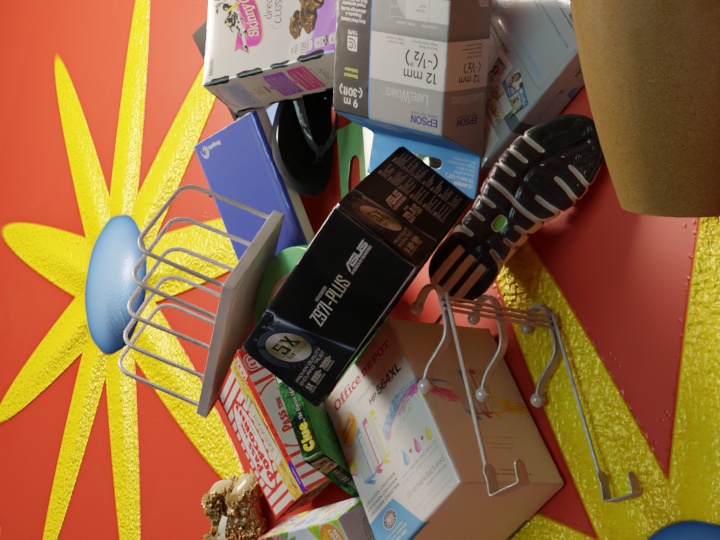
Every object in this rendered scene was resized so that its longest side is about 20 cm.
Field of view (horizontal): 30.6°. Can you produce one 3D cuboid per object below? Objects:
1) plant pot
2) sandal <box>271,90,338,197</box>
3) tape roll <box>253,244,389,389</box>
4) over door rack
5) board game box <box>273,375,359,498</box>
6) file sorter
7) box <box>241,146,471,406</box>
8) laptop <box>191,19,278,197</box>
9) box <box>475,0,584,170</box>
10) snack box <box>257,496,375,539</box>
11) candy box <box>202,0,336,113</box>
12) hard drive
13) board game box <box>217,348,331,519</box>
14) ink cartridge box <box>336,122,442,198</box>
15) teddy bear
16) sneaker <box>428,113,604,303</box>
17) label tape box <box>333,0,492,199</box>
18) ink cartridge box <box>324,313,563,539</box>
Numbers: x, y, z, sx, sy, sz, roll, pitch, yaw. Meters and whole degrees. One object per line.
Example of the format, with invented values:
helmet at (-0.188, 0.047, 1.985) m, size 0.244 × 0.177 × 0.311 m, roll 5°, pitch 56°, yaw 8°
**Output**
plant pot at (0.240, -0.145, 0.978) m, size 0.186 × 0.185 × 0.203 m, roll 15°, pitch 108°, yaw 53°
sandal at (-0.054, -0.183, 1.448) m, size 0.043 × 0.075 × 0.203 m, roll -9°, pitch 75°, yaw 52°
tape roll at (-0.043, 0.073, 1.385) m, size 0.200 × 0.048 × 0.203 m, roll 13°, pitch 107°, yaw 53°
over door rack at (0.127, 0.110, 1.093) m, size 0.067 × 0.147 × 0.201 m, roll -49°, pitch 47°, yaw 34°
board game box at (-0.016, 0.167, 1.252) m, size 0.023 × 0.200 × 0.105 m, roll -28°, pitch 53°, yaw 11°
file sorter at (-0.180, 0.028, 1.447) m, size 0.139 × 0.123 × 0.201 m, roll -61°, pitch -9°, yaw -48°
box at (0.000, 0.000, 1.163) m, size 0.086 × 0.200 × 0.164 m, roll 37°, pitch 117°, yaw 3°
laptop at (-0.144, -0.220, 1.552) m, size 0.177 × 0.103 × 0.202 m, roll -28°, pitch 89°, yaw 47°
box at (0.151, -0.215, 1.207) m, size 0.200 × 0.041 × 0.157 m, roll -53°, pitch 46°, yaw 36°
snack box at (-0.001, 0.322, 1.244) m, size 0.142 × 0.053 × 0.202 m, roll -27°, pitch 91°, yaw 48°
candy box at (-0.067, -0.277, 1.412) m, size 0.198 × 0.071 × 0.170 m, roll -11°, pitch 67°, yaw 26°
hard drive at (-0.114, -0.068, 1.491) m, size 0.131 × 0.025 × 0.202 m, roll -20°, pitch 91°, yaw 51°
board game box at (-0.086, 0.166, 1.358) m, size 0.153 × 0.046 × 0.200 m, roll 62°, pitch 161°, yaw 12°
ink cartridge box at (0.022, -0.115, 1.363) m, size 0.199 × 0.048 × 0.147 m, roll -21°, pitch 67°, yaw 49°
teddy bear at (-0.142, 0.328, 1.507) m, size 0.145 × 0.066 × 0.202 m, roll -35°, pitch 50°, yaw 34°
sneaker at (0.134, -0.062, 1.184) m, size 0.200 × 0.076 × 0.116 m, roll -45°, pitch 2°, yaw 7°
label tape box at (0.044, -0.174, 1.217) m, size 0.142 × 0.066 × 0.202 m, roll 18°, pitch 111°, yaw 42°
ink cartridge box at (0.066, 0.144, 1.190) m, size 0.129 × 0.124 × 0.201 m, roll -53°, pitch 46°, yaw 34°
